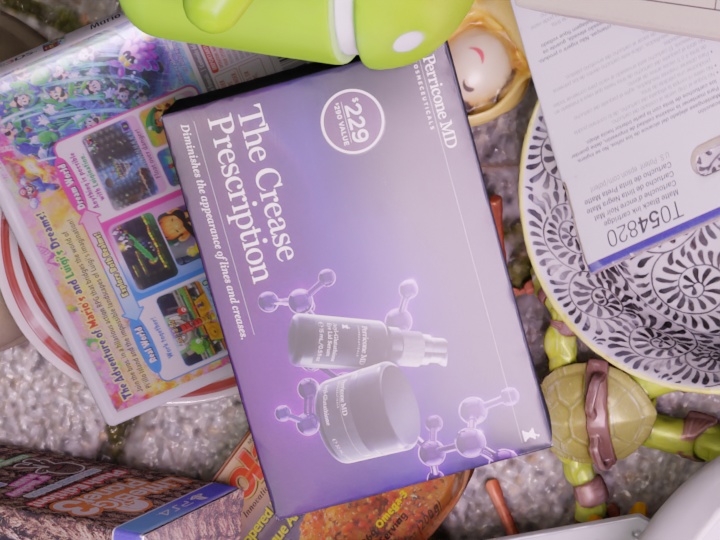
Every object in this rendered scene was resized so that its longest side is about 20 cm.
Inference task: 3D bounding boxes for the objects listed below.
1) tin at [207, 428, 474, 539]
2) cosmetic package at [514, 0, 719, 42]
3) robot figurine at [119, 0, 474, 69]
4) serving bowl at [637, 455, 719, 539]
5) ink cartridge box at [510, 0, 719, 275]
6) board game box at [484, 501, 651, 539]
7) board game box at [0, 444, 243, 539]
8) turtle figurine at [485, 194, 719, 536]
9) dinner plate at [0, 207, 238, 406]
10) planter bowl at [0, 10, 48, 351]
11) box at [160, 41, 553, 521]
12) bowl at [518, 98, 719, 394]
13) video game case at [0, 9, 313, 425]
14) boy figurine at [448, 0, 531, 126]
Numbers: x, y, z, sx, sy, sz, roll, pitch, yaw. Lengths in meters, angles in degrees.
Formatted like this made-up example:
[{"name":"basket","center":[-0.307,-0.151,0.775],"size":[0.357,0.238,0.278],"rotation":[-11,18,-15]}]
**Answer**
[{"name":"tin","center":[-0.017,0.120,1.216],"size":[0.112,0.042,0.200],"rotation":[38,109,2]},{"name":"cosmetic package","center":[0.166,-0.141,0.920],"size":[0.199,0.071,0.106],"rotation":[17,100,40]},{"name":"robot figurine","center":[-0.033,-0.153,1.006],"size":[0.199,0.175,0.117],"rotation":[10,97,11]},{"name":"serving bowl","center":[0.190,0.163,1.108],"size":[0.066,0.199,0.201],"rotation":[31,112,49]},{"name":"ink cartridge box","center":[0.157,-0.123,1.003],"size":[0.199,0.040,0.201],"rotation":[-24,74,39]},{"name":"board game box","center":[0.080,0.226,1.191],"size":[0.199,0.026,0.201],"rotation":[-12,110,16]},{"name":"board game box","center":[-0.170,0.189,1.218],"size":[0.199,0.097,0.161],"rotation":[6,102,28]},{"name":"turtle figurine","center":[0.129,0.058,1.147],"size":[0.160,0.064,0.201],"rotation":[-4,99,16]},{"name":"dinner plate","center":[-0.092,-0.025,1.179],"size":[0.199,0.024,0.201],"rotation":[-6,114,-13]},{"name":"planter bowl","center":[-0.247,-0.039,1.199],"size":[0.199,0.135,0.202],"rotation":[3,101,16]},{"name":"box","center":[0.000,0.000,1.087],"size":[0.140,0.079,0.201],"rotation":[-16,99,1]},{"name":"bowl","center":[0.184,-0.037,1.084],"size":[0.200,0.094,0.202],"rotation":[-4,79,24]},{"name":"video game case","center":[-0.084,-0.040,1.146],"size":[0.181,0.024,0.201],"rotation":[-23,116,-1]},{"name":"boy figurine","center":[0.099,-0.146,1.119],"size":[0.200,0.064,0.125],"rotation":[-38,92,16]}]
